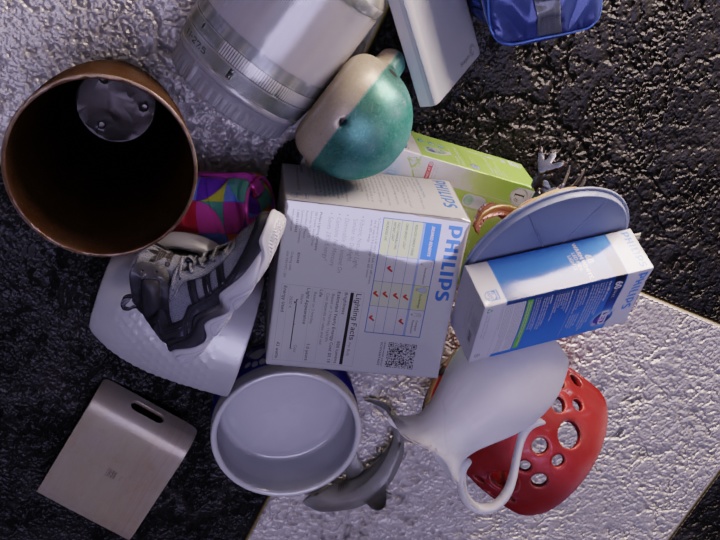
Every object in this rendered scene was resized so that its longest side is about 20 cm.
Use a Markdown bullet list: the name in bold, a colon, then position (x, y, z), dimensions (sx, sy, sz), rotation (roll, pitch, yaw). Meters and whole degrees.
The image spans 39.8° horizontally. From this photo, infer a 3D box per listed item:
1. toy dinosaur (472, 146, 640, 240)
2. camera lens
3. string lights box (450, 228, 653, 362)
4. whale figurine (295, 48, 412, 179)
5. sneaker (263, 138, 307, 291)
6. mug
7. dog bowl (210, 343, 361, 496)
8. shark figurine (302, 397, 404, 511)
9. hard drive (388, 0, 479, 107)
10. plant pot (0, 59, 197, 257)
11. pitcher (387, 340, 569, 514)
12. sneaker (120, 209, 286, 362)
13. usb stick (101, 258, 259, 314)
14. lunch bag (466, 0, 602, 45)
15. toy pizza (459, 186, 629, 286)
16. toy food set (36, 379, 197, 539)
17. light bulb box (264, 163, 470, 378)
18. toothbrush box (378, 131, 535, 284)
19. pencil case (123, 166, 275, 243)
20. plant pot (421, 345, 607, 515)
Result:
- **toy dinosaur**: position (0.220, -0.062, 1.171), dimensions (0.197, 0.106, 0.182), rotation (-13, 149, 0)
- **camera lens**: position (-0.082, -0.260, 1.032), dimensions (0.159, 0.160, 0.200), rotation (32, 109, -23)
- **string lights box**: position (0.204, 0.027, 1.070), dimensions (0.198, 0.059, 0.103), rotation (-12, 144, -16)
- **whale figurine**: position (0.005, -0.162, 1.074), dimensions (0.103, 0.200, 0.160), rotation (39, 105, -3)
- **sneaker**: position (-0.067, -0.067, 1.201), dimensions (0.092, 0.070, 0.202), rotation (1, 117, -30)
- **mug**: position (-0.207, 0.033, 1.132), dimensions (0.173, 0.149, 0.201), rotation (18, 134, -9)
- **dog bowl**: position (-0.100, 0.197, 1.321), dimensions (0.197, 0.079, 0.202), rotation (-4, 119, -7)
- **shark figurine**: position (0.026, 0.283, 1.385), dimensions (0.127, 0.090, 0.216), rotation (24, 114, -22)
- **hard drive**: position (0.071, -0.297, 1.062), dimensions (0.026, 0.132, 0.202), rotation (2, 126, 33)
- **plant pot**: position (-0.263, -0.145, 1.041), dimensions (0.184, 0.201, 0.189), rotation (-4, 119, -7)
- **pitcher**: position (0.156, 0.164, 1.143), dimensions (0.200, 0.121, 0.172), rotation (-42, 103, -6)
- **sneaker**: position (-0.167, -0.003, 1.011), dimensions (0.113, 0.076, 0.200), rotation (36, 113, -10)
- **usb stick**: position (-0.222, 0.025, 1.236), dimensions (0.198, 0.033, 0.056), rotation (25, 105, -20)
- **lunch bag**: position (0.181, -0.347, 1.044), dimensions (0.134, 0.133, 0.202), rotation (-14, 120, -2)
- **toy pizza**: position (0.197, -0.025, 1.077), dimensions (0.198, 0.032, 0.201), rotation (-15, 145, -11)
- **toy food set**: position (-0.328, 0.256, 1.335), dimensions (0.143, 0.061, 0.201), rotation (31, 108, -10)
- **light bulb box**: position (0.000, 0.000, 1.109), dimensions (0.197, 0.125, 0.201), rotation (6, 115, -9)
- **toothbrush box**: position (0.094, -0.074, 1.204), dimensions (0.198, 0.086, 0.147), rotation (15, 114, -15)
- **pencil case**: position (-0.197, -0.074, 1.122), dimensions (0.197, 0.089, 0.089), rotation (4, 120, 16)
- **plant pot**: position (0.194, 0.188, 1.302), dimensions (0.182, 0.201, 0.201), rotation (38, 107, -16)
